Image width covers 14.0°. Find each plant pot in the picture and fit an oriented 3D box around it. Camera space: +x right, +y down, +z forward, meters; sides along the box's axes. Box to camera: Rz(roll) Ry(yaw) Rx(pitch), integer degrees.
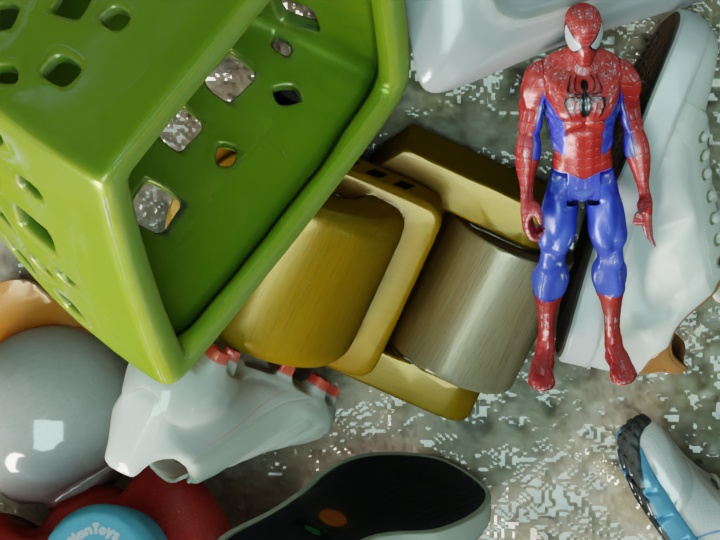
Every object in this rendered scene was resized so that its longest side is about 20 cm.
[{"bbox_3d":[-0.110,-0.102,1.297,0.181,0.199,0.200,30,68,18],"label":"plant pot"}]

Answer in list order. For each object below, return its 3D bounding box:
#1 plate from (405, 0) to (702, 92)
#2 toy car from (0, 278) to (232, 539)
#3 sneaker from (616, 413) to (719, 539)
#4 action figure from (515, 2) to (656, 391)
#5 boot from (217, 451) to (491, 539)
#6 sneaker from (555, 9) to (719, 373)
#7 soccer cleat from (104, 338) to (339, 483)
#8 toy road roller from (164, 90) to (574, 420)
[{"bbox_3d":[0.099,-0.202,1.377,0.200,0.032,0.200,-21,112,-29],"label":"plate"},{"bbox_3d":[-0.168,0.106,1.511,0.177,0.184,0.200,-23,77,11],"label":"toy car"},{"bbox_3d":[0.210,0.140,1.534,0.087,0.075,0.200,-37,111,7],"label":"sneaker"},{"bbox_3d":[0.108,-0.035,1.409,0.065,0.052,0.200,-2,116,2],"label":"action figure"},{"bbox_3d":[-0.017,0.181,1.510,0.072,0.200,0.144,33,124,30],"label":"boot"},{"bbox_3d":[0.161,-0.037,1.473,0.085,0.073,0.200,12,120,-4],"label":"sneaker"},{"bbox_3d":[-0.073,0.070,1.459,0.069,0.200,0.078,32,95,21],"label":"soccer cleat"},{"bbox_3d":[0.000,0.000,1.450,0.200,0.146,0.123,23,109,-5],"label":"toy road roller"}]
